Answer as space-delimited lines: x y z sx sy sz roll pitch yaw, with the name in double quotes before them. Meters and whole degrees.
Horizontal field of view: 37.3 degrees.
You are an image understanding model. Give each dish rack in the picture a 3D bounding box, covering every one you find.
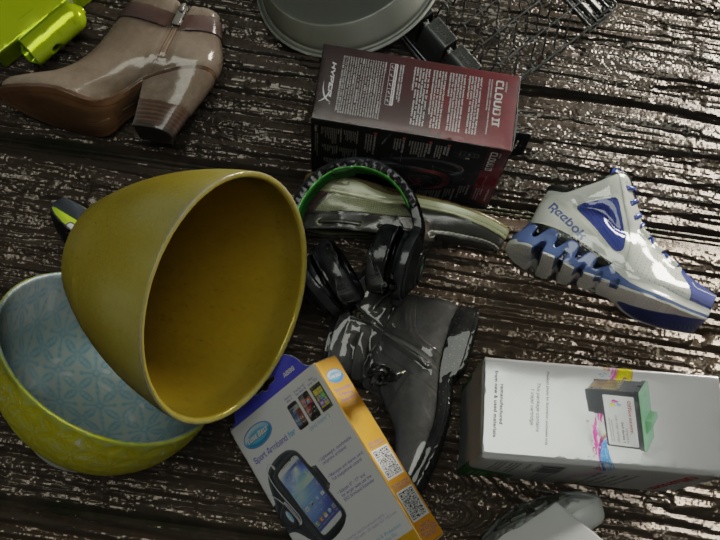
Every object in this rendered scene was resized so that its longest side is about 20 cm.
"dish rack" 0.151 -0.260 1.076 0.199 0.055 0.154 -38 81 -14

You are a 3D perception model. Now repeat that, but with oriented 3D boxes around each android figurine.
"android figurine" -0.347 -0.290 1.067 0.200 0.041 0.182 -41 80 -11

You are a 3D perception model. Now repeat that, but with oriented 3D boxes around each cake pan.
"cake pan" -0.015 -0.306 1.059 0.197 0.037 0.203 -6 66 13

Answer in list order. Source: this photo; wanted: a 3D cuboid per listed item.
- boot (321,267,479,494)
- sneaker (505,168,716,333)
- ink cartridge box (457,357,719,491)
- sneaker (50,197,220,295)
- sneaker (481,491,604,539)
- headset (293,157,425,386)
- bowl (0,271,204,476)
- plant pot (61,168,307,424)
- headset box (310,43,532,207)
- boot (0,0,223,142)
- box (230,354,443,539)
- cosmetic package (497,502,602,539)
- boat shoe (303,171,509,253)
"boot" 0.022 0.107 0.966 0.130 0.070 0.202 16 67 9
"sneaker" 0.247 -0.030 0.999 0.197 0.081 0.116 24 77 6
"ink cartridge box" 0.191 0.135 0.916 0.197 0.145 0.085 5 74 -1
"sneaker" -0.190 -0.028 0.990 0.198 0.074 0.082 21 67 -4
"sneaker" 0.134 0.268 0.921 0.199 0.078 0.100 -32 86 -3
"headset" 0.000 0.000 0.926 0.122 0.094 0.203 -13 83 9
"bowl" -0.231 0.107 0.912 0.199 0.200 0.108 37 118 7
"plant pot" -0.156 0.005 0.866 0.141 0.200 0.202 17 72 31
"headset box" 0.056 -0.126 0.982 0.197 0.149 0.076 9 74 1
"boot" -0.233 -0.206 1.040 0.197 0.070 0.148 14 68 0
"box" -0.029 0.171 0.918 0.119 0.041 0.201 -39 74 29
"cosmetic package" 0.172 0.305 0.857 0.107 0.085 0.202 -32 109 -10
"boat shoe" 0.037 -0.039 1.002 0.198 0.072 0.067 15 83 3
